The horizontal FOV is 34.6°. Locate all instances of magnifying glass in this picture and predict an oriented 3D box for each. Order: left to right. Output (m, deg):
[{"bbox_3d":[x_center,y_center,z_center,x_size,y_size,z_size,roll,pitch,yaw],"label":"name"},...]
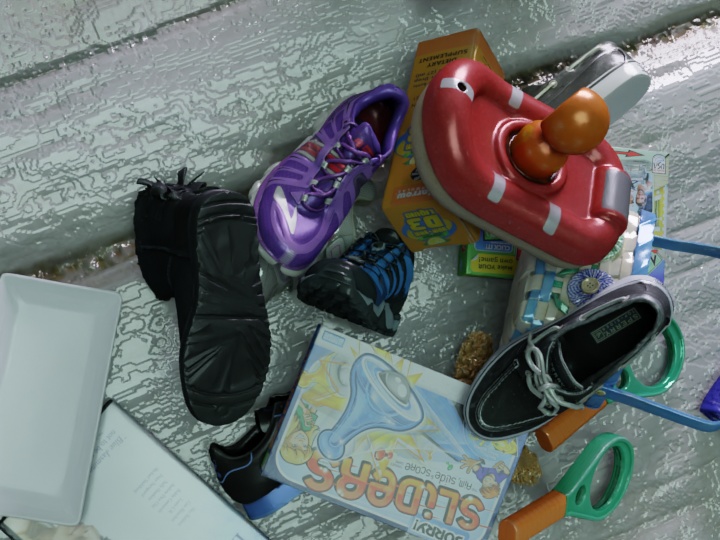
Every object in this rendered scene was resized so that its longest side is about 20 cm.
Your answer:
[{"bbox_3d":[0.187,0.201,1.028,0.200,0.022,0.080,-14,113,-46],"label":"magnifying glass"},{"bbox_3d":[0.235,0.105,1.074,0.200,0.022,0.080,-32,104,-29],"label":"magnifying glass"}]

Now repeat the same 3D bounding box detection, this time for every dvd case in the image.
[{"bbox_3d":[-0.188,0.229,0.991,0.200,0.018,0.143,41,79,1],"label":"dvd case"}]

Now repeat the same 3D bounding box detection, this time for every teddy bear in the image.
[{"bbox_3d":[0.130,0.124,1.067,0.145,0.067,0.200,46,72,-16],"label":"teddy bear"}]

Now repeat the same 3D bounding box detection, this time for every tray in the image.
[{"bbox_3d":[-0.271,0.109,0.981,0.107,0.022,0.200,10,81,-4],"label":"tray"}]

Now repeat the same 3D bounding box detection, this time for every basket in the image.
[{"bbox_3d":[0.229,0.039,1.002,0.200,0.139,0.177,15,58,-2],"label":"basket"}]

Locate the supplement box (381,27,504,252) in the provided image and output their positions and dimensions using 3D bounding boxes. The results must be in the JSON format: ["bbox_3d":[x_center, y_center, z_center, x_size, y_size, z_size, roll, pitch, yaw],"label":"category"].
[{"bbox_3d":[0.075,-0.115,1.008,0.069,0.066,0.200,51,40,-45],"label":"supplement box"}]

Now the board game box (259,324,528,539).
[{"bbox_3d":[0.032,0.144,0.979,0.200,0.034,0.136,22,86,-6],"label":"board game box"}]

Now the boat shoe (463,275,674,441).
[{"bbox_3d":[0.157,0.078,0.907,0.199,0.068,0.074,-33,90,24],"label":"boat shoe"}]

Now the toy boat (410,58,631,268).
[{"bbox_3d":[0.141,-0.097,0.901,0.200,0.131,0.131,26,54,-17],"label":"toy boat"}]

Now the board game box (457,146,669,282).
[{"bbox_3d":[0.195,-0.054,1.101,0.200,0.029,0.135,4,85,-12],"label":"board game box"}]

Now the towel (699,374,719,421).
[{"bbox_3d":[0.443,0.097,1.138,0.148,0.050,0.200,35,80,-10],"label":"towel"}]

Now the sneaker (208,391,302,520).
[{"bbox_3d":[-0.039,0.132,1.018,0.200,0.070,0.078,-37,102,-11],"label":"sneaker"}]

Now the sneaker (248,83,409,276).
[{"bbox_3d":[-0.024,-0.085,0.951,0.081,0.083,0.200,38,60,-15],"label":"sneaker"}]

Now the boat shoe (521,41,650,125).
[{"bbox_3d":[0.168,-0.135,1.057,0.200,0.071,0.064,-35,62,-4],"label":"boat shoe"}]

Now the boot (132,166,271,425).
[{"bbox_3d":[-0.140,0.015,0.956,0.073,0.162,0.199,-4,98,-29],"label":"boot"}]

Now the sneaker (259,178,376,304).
[{"bbox_3d":[-0.050,-0.023,1.018,0.088,0.081,0.200,32,82,-8],"label":"sneaker"}]

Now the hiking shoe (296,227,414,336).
[{"bbox_3d":[0.000,0.000,0.973,0.074,0.200,0.087,20,87,11],"label":"hiking shoe"}]
